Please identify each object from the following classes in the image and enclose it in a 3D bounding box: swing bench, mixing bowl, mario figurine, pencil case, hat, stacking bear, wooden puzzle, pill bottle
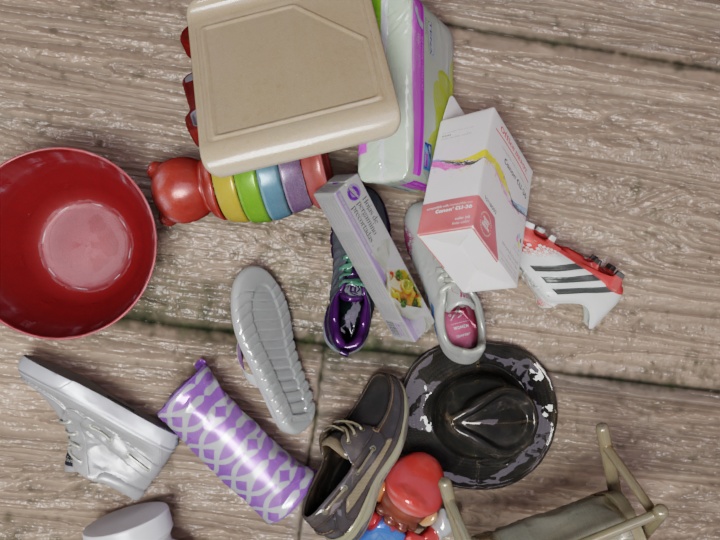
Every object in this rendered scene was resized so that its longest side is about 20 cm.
[{"bbox_3d":[0.209,0.301,0.817,0.198,0.130,0.200,-19,130,-4],"label":"swing bench"},{"bbox_3d":[-0.315,-0.027,0.821,0.200,0.108,0.201,0,90,-4],"label":"mixing bowl"},{"bbox_3d":[0.032,0.299,0.882,0.123,0.106,0.200,24,100,-42],"label":"mario figurine"},{"bbox_3d":[-0.137,0.197,0.853,0.200,0.084,0.086,46,49,-6],"label":"pencil case"},{"bbox_3d":[0.145,0.175,0.874,0.200,0.081,0.201,0,91,-4],"label":"hat"},{"bbox_3d":[-0.135,-0.103,0.836,0.199,0.114,0.122,-11,110,4],"label":"stacking bear"},{"bbox_3d":[-0.068,-0.193,0.715,0.185,0.037,0.200,-13,67,3],"label":"wooden puzzle"},{"bbox_3d":[-0.236,0.371,0.827,0.116,0.116,0.201,-13,91,-5],"label":"pill bottle"}]

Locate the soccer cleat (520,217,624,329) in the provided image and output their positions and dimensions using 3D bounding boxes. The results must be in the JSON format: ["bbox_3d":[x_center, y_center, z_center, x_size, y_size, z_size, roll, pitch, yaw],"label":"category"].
[{"bbox_3d":[0.215,-0.003,0.888,0.200,0.069,0.085,28,102,-2],"label":"soccer cleat"}]

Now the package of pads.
[{"bbox_3d":[0.054,-0.190,0.829,0.068,0.154,0.201,1,91,24],"label":"package of pads"}]

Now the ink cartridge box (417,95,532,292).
[{"bbox_3d":[0.132,-0.091,0.814,0.067,0.116,0.200,-8,53,33],"label":"ink cartridge box"}]

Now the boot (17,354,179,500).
[{"bbox_3d":[-0.312,0.180,0.839,0.200,0.074,0.096,31,81,-5],"label":"boot"}]

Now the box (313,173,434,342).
[{"bbox_3d":[0.018,-0.010,0.809,0.039,0.041,0.200,-43,117,-29],"label":"box"}]

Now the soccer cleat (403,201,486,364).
[{"bbox_3d":[0.104,0.009,0.860,0.070,0.086,0.200,-17,84,-4],"label":"soccer cleat"}]

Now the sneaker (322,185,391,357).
[{"bbox_3d":[0.000,0.000,0.857,0.074,0.088,0.201,5,90,-5],"label":"sneaker"}]

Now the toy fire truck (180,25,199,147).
[{"bbox_3d":[-0.094,-0.207,0.794,0.200,0.168,0.112,-22,131,-4],"label":"toy fire truck"}]

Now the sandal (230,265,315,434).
[{"bbox_3d":[-0.113,0.096,0.865,0.050,0.082,0.203,-14,94,38],"label":"sandal"}]

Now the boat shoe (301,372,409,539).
[{"bbox_3d":[-0.005,0.202,0.837,0.073,0.074,0.200,38,61,-34],"label":"boat shoe"}]
